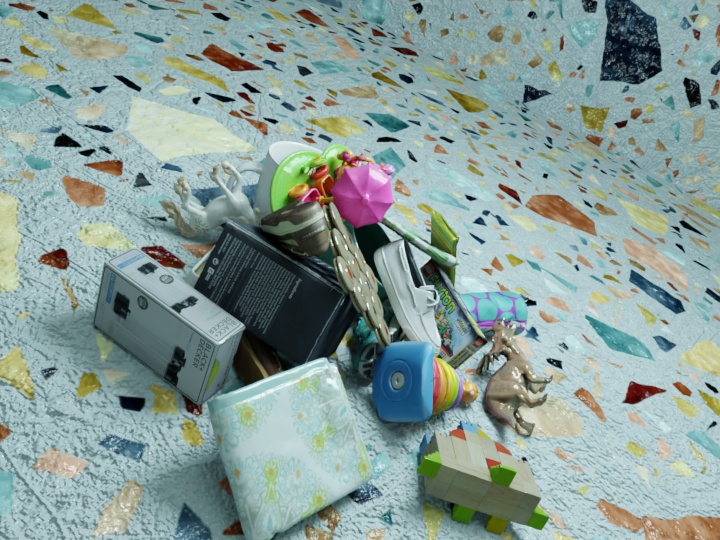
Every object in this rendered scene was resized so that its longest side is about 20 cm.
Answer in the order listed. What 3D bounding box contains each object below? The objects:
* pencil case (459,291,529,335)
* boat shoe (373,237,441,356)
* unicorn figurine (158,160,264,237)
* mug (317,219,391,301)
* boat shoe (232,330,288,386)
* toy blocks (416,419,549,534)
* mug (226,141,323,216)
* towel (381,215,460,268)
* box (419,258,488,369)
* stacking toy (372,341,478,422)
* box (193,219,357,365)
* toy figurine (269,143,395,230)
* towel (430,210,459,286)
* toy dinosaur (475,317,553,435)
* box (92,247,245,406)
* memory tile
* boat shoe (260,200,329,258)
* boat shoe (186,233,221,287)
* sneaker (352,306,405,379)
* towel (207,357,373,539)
[{"bbox_3d":[0.227,0.085,1.283,0.198,0.086,0.092,-2,25,-36],"label":"pencil case"},{"bbox_3d":[0.092,0.043,1.127,0.072,0.068,0.202,4,60,-61],"label":"boat shoe"},{"bbox_3d":[-0.235,-0.110,1.177,0.197,0.139,0.074,-14,21,22],"label":"unicorn figurine"},{"bbox_3d":[-0.003,0.003,1.201,0.185,0.113,0.153,49,28,-29],"label":"mug"},{"bbox_3d":[-0.125,0.150,0.951,0.069,0.071,0.201,3,38,-32],"label":"boat shoe"},{"bbox_3d":[0.162,0.273,0.971,0.197,0.101,0.137,20,20,-10],"label":"toy blocks"},{"bbox_3d":[-0.146,-0.127,1.240,0.197,0.177,0.148,15,30,-15],"label":"mug"},{"bbox_3d":[0.071,-0.073,1.194,0.199,0.024,0.152,33,4,-25],"label":"towel"},{"bbox_3d":[0.131,0.082,1.192,0.035,0.110,0.201,34,20,-40],"label":"box"},{"bbox_3d":[0.120,0.180,1.066,0.198,0.109,0.118,16,72,-44],"label":"stacking toy"},{"bbox_3d":[-0.110,0.031,1.021,0.195,0.125,0.200,30,5,10],"label":"box"},{"bbox_3d":[-0.014,-0.130,1.075,0.182,0.151,0.200,5,41,46],"label":"toy figurine"},{"bbox_3d":[0.155,-0.012,1.279,0.018,0.202,0.086,-18,47,-13],"label":"towel"},{"bbox_3d":[0.244,0.190,1.152,0.134,0.087,0.201,21,47,13],"label":"toy dinosaur"},{"bbox_3d":[-0.261,0.074,0.925,0.199,0.118,0.060,34,32,12],"label":"box"},{"bbox_3d":[-0.003,0.009,0.996,0.017,0.201,0.155,-21,49,10],"label":"memory tile"},{"bbox_3d":[-0.091,-0.051,0.967,0.074,0.076,0.202,-28,13,-10],"label":"boat shoe"},{"bbox_3d":[-0.220,-0.020,1.119,0.074,0.087,0.202,31,32,10],"label":"boat shoe"},{"bbox_3d":[0.022,0.114,1.126,0.078,0.079,0.200,16,22,13],"label":"sneaker"},{"bbox_3d":[-0.081,0.212,0.843,0.198,0.048,0.174,-13,79,-45],"label":"towel"}]
